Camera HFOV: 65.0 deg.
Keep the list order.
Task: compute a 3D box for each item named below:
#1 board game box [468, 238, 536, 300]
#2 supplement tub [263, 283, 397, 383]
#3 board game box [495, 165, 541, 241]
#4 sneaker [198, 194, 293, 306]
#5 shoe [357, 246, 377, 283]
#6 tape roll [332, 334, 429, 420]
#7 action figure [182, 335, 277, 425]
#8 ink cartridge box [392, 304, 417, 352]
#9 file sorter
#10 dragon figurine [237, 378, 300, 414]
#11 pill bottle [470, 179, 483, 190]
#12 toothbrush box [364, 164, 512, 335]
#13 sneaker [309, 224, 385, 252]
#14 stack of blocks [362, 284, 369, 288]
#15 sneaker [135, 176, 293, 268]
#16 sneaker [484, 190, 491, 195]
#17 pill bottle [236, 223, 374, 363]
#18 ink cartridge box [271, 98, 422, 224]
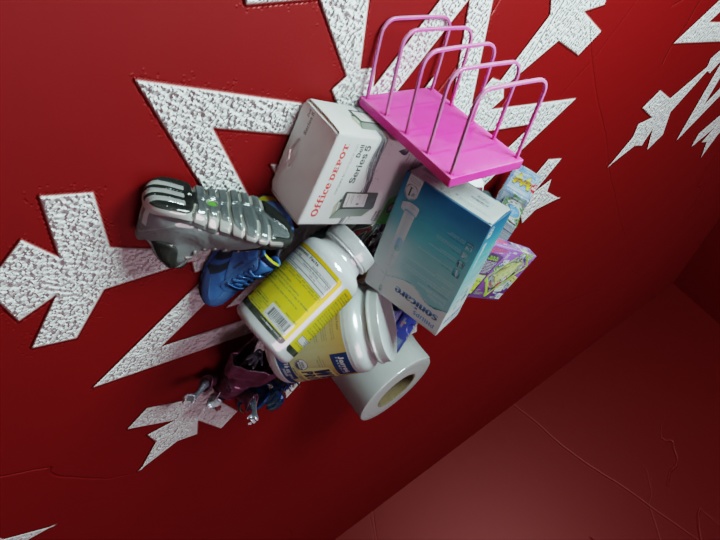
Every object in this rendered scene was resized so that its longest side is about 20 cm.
[{"bbox_3d":[0.246,-0.001,1.050,0.120,0.033,0.198,-49,149,22],"label":"board game box"},{"bbox_3d":[-0.047,0.101,0.934,0.195,0.148,0.145,-11,154,16],"label":"supplement tub"},{"bbox_3d":[0.278,-0.101,1.127,0.200,0.061,0.203,-49,167,-54],"label":"board game box"},{"bbox_3d":[-0.165,-0.010,0.814,0.201,0.079,0.065,-50,150,20],"label":"sneaker"},{"bbox_3d":[0.000,0.000,1.019,0.197,0.070,0.054,-16,135,-39],"label":"shoe"},{"bbox_3d":[0.039,0.211,1.252,0.200,0.140,0.204,-33,155,-17],"label":"tape roll"},{"bbox_3d":[-0.227,0.187,1.016,0.133,0.151,0.199,33,129,-25],"label":"action figure"},{"bbox_3d":[0.098,0.069,1.140,0.138,0.075,0.200,-61,172,31],"label":"ink cartridge box"},{"bbox_3d":[0.116,-0.228,0.725,0.137,0.201,0.127,-18,141,-32],"label":"file sorter"},{"bbox_3d":[-0.187,0.240,1.094,0.058,0.100,0.201,7,126,-51],"label":"dragon figurine"},{"bbox_3d":[0.140,-0.106,0.935,0.113,0.113,0.206,-4,108,-45],"label":"pill bottle"},{"bbox_3d":[0.109,-0.033,0.836,0.085,0.145,0.203,-28,147,-50],"label":"toothbrush box"},{"bbox_3d":[0.001,-0.050,0.951,0.198,0.075,0.081,-33,150,-14],"label":"sneaker"},{"bbox_3d":[-0.055,0.118,1.088,0.114,0.059,0.201,6,127,-51],"label":"stack of blocks"},{"bbox_3d":[-0.193,-0.045,0.732,0.196,0.076,0.116,16,132,-30],"label":"sneaker"},{"bbox_3d":[0.193,-0.080,1.112,0.198,0.091,0.067,-33,151,-12],"label":"sneaker"},{"bbox_3d":[-0.076,0.027,0.832,0.200,0.112,0.113,-44,151,-9],"label":"pill bottle"},{"bbox_3d":[-0.009,-0.146,0.802,0.197,0.084,0.147,-6,136,-44],"label":"ink cartridge box"}]
